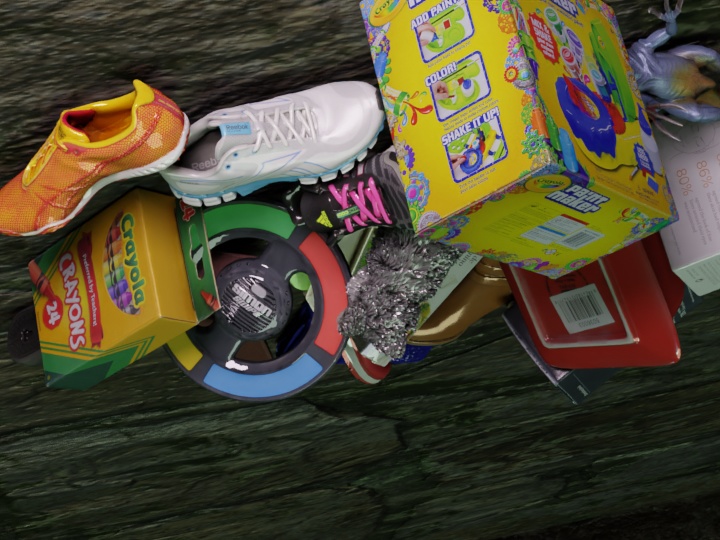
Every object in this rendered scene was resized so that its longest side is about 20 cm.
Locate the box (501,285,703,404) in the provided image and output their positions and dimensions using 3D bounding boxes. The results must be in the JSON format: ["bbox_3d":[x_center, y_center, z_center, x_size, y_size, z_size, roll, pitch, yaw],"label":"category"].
[{"bbox_3d":[0.275,0.042,1.554,0.199,0.105,0.148,-39,158,4],"label":"box"}]

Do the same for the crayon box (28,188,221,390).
[{"bbox_3d":[-0.217,0.013,1.249,0.199,0.128,0.050,-30,153,33],"label":"crayon box"}]

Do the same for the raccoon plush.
[{"bbox_3d":[0.041,-0.007,1.202,0.096,0.135,0.200,24,160,-1],"label":"raccoon plush"}]

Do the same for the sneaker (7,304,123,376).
[{"bbox_3d":[-0.253,0.054,1.402,0.198,0.077,0.114,-23,159,29],"label":"sneaker"}]

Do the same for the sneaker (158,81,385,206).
[{"bbox_3d":[-0.076,-0.104,1.101,0.198,0.076,0.087,-19,167,12],"label":"sneaker"}]

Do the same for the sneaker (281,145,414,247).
[{"bbox_3d":[-0.003,-0.058,1.155,0.087,0.074,0.199,-34,-157,-21],"label":"sneaker"}]

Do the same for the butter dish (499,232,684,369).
[{"bbox_3d":[0.252,-0.014,1.408,0.147,0.201,0.199,-33,-165,-35],"label":"butter dish"}]

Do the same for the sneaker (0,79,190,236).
[{"bbox_3d":[-0.227,-0.092,1.088,0.199,0.074,0.077,-29,135,22],"label":"sneaker"}]

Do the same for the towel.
[{"bbox_3d":[0.009,0.076,1.647,0.197,0.050,0.148,-5,158,-22],"label":"towel"}]

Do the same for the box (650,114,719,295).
[{"bbox_3d":[0.382,-0.089,1.325,0.198,0.154,0.106,-21,157,21],"label":"box"}]

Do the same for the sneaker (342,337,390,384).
[{"bbox_3d":[0.025,0.045,1.496,0.114,0.079,0.201,-20,141,9],"label":"sneaker"}]

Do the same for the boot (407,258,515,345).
[{"bbox_3d":[0.127,0.008,1.528,0.198,0.074,0.155,-21,160,-12],"label":"boot"}]

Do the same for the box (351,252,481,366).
[{"bbox_3d":[0.068,0.009,1.370,0.038,0.042,0.200,29,108,-37],"label":"box"}]

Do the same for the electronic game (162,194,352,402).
[{"bbox_3d":[-0.102,0.028,1.294,0.198,0.202,0.042,-18,-168,12],"label":"electronic game"}]

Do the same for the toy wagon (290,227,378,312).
[{"bbox_3d":[0.000,0.000,1.386,0.198,0.040,0.156,8,120,-30],"label":"toy wagon"}]

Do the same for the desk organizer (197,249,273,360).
[{"bbox_3d":[-0.126,0.047,1.428,0.076,0.073,0.200,8,160,8],"label":"desk organizer"}]

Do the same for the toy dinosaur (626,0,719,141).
[{"bbox_3d":[0.253,-0.154,1.188,0.179,0.107,0.200,8,170,1],"label":"toy dinosaur"}]

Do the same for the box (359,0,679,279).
[{"bbox_3d":[0.120,-0.119,1.037,0.121,0.195,0.199,-27,156,32],"label":"box"}]
